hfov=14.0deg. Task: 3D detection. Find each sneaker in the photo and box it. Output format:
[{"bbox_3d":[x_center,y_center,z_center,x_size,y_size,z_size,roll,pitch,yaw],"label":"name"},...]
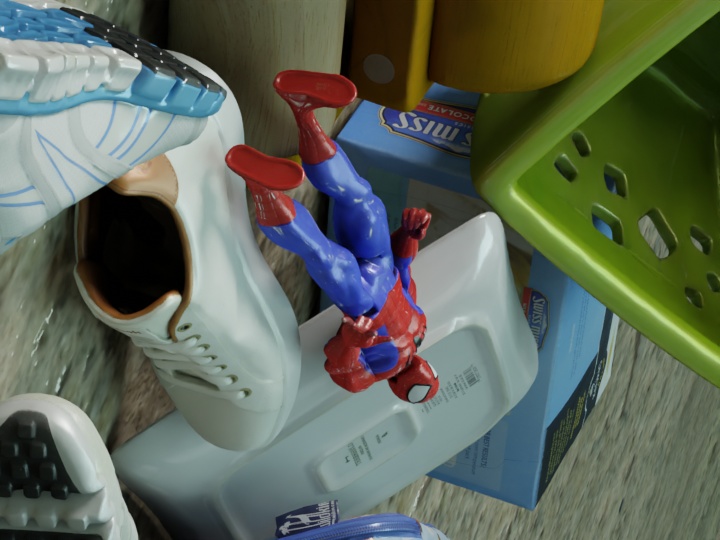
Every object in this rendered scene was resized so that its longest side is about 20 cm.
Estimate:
[{"bbox_3d":[-0.079,0.013,1.158,0.085,0.073,0.200,-57,147,-38],"label":"sneaker"},{"bbox_3d":[-0.119,0.103,1.125,0.200,0.075,0.081,91,8,-51],"label":"sneaker"},{"bbox_3d":[-0.115,-0.044,0.977,0.200,0.075,0.087,-4,118,-66],"label":"sneaker"}]

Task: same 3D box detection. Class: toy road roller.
[{"bbox_3d":[0.018,-0.118,1.195,0.200,0.146,0.123,-55,157,-48],"label":"toy road roller"}]

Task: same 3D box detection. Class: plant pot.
[{"bbox_3d":[0.178,-0.094,1.336,0.200,0.199,0.182,-38,-149,25],"label":"plant pot"}]

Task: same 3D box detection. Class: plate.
[{"bbox_3d":[-0.004,0.070,1.335,0.200,0.032,0.200,-33,157,-4],"label":"plate"}]

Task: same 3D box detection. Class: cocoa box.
[{"bbox_3d":[0.061,-0.004,1.497,0.131,0.133,0.200,-55,157,-48],"label":"cocoa box"}]

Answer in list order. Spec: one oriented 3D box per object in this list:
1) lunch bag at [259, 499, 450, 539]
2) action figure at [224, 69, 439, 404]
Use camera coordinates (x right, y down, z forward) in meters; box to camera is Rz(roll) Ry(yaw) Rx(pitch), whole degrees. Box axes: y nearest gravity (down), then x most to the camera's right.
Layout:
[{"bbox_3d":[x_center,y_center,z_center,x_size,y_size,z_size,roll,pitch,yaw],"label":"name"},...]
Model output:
[{"bbox_3d":[-0.034,0.162,1.330,0.200,0.160,0.076,42,35,-72],"label":"lunch bag"},{"bbox_3d":[0.000,0.000,1.181,0.065,0.052,0.200,-64,155,-23],"label":"action figure"}]
